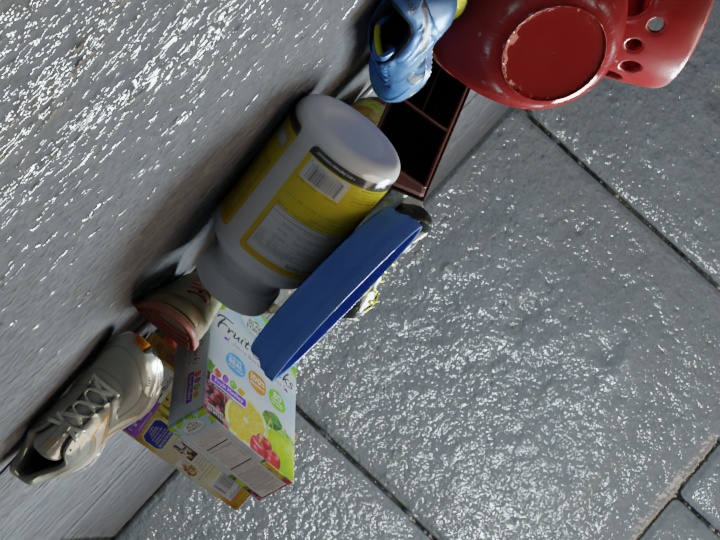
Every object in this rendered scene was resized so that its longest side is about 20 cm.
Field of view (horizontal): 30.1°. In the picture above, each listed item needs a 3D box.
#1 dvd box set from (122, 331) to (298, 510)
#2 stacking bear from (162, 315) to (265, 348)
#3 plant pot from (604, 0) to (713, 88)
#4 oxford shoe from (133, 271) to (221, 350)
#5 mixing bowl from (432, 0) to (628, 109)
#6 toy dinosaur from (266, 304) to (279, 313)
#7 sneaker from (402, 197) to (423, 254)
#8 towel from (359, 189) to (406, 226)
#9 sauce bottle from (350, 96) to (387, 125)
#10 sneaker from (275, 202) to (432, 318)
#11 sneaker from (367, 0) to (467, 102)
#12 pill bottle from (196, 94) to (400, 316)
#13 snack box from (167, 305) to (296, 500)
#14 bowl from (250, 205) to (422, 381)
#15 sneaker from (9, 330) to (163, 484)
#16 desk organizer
[{"bbox_3d":[-0.185,0.172,1.502,0.146,0.200,0.029,-52,-176,42],"label":"dvd box set"},{"bbox_3d":[-0.182,0.103,1.602,0.114,0.121,0.200,-51,-173,-22],"label":"stacking bear"},{"bbox_3d":[0.242,-0.300,1.348,0.200,0.182,0.200,-167,-90,-84],"label":"plant pot"},{"bbox_3d":[-0.168,0.029,1.285,0.075,0.070,0.200,-51,-173,-7],"label":"oxford shoe"},{"bbox_3d":[0.159,-0.220,1.198,0.200,0.200,0.108,-50,-148,24],"label":"mixing bowl"},{"bbox_3d":[-0.100,0.019,1.751,0.200,0.077,0.102,-47,151,-1],"label":"toy dinosaur"},{"bbox_3d":[0.006,-0.075,1.524,0.114,0.073,0.201,-40,-141,31],"label":"sneaker"},{"bbox_3d":[-0.047,-0.049,1.399,0.171,0.048,0.200,-6,-150,45],"label":"towel"},{"bbox_3d":[-0.023,-0.121,1.363,0.065,0.065,0.200,-50,177,35],"label":"sauce bottle"},{"bbox_3d":[0.000,0.000,1.415,0.200,0.085,0.074,-29,-163,25],"label":"sneaker"},{"bbox_3d":[0.029,-0.202,1.190,0.078,0.066,0.200,-33,171,-23],"label":"sneaker"},{"bbox_3d":[-0.063,-0.055,1.223,0.200,0.112,0.112,-49,176,25],"label":"pill bottle"},{"bbox_3d":[-0.129,0.119,1.399,0.053,0.142,0.200,-30,-145,22],"label":"snack box"},{"bbox_3d":[-0.025,0.018,1.240,0.201,0.039,0.201,-46,176,-4],"label":"bowl"},{"bbox_3d":[-0.265,0.142,1.285,0.200,0.076,0.092,-51,171,28],"label":"sneaker"},{"bbox_3d":[0.070,-0.180,1.332,0.077,0.072,0.200,104,9,-76],"label":"desk organizer"}]
